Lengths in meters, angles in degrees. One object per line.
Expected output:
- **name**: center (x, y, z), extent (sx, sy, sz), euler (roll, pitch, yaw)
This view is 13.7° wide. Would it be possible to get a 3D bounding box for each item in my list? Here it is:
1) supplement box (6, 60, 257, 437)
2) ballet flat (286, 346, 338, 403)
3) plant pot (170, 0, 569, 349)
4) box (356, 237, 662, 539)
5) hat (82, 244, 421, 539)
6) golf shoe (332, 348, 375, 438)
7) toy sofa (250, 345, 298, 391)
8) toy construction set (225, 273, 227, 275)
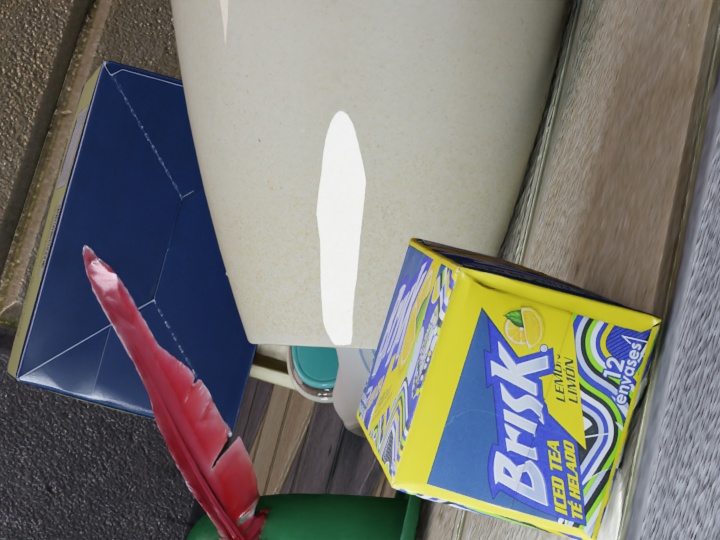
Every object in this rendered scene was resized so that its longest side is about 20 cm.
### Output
- **supplement box**: center (-0.127, -0.012, 1.845), extent (0.200, 0.134, 0.200), euler (177, 108, -82)
- **ballet flat**: center (0.007, 0.003, 1.710), extent (0.069, 0.069, 0.200), euler (112, 175, -58)
- **plant pot**: center (0.001, -0.065, 1.309), extent (0.187, 0.187, 0.200), euler (172, 101, -86)
- **box**: center (0.042, 0.033, 0.942), extent (0.200, 0.064, 0.070), euler (-132, 59, -87)
- **hat**: center (-0.075, 0.136, 1.341), extent (0.166, 0.176, 0.200), euler (110, 175, -47)
- **golf shoe**: center (0.000, 0.000, 1.475), extent (0.078, 0.097, 0.200), euler (-80, 6, -47)
- **toy sofa**: center (-0.013, -0.024, 1.872), extent (0.098, 0.083, 0.200), euler (-96, 22, -77)
- **toy construction set**: center (-0.008, -0.061, 1.621), extent (0.131, 0.092, 0.200), euler (26, 91, 42)
